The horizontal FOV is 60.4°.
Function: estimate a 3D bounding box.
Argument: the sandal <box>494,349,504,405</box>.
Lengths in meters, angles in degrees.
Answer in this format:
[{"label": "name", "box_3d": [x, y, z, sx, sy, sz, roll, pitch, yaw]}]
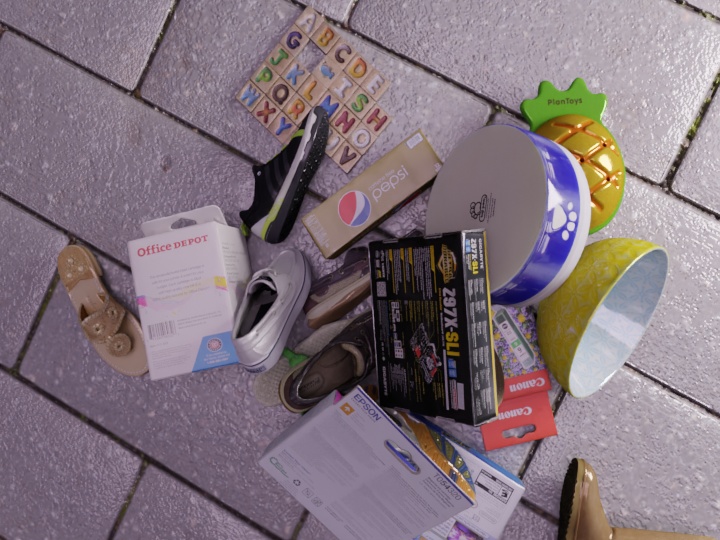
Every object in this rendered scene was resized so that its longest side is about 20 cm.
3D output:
[{"label": "sandal", "box_3d": [0.107, 0.094, 0.790, 0.076, 0.070, 0.214, -23, 63, -20]}]

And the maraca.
[{"label": "maraca", "box_3d": [0.264, -0.144, 0.782, 0.132, 0.107, 0.208, -3, 81, 0]}]

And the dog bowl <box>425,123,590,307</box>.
[{"label": "dog bowl", "box_3d": [0.167, -0.064, 0.735, 0.077, 0.198, 0.207, 11, 92, -34]}]

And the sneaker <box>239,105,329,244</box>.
[{"label": "sneaker", "box_3d": [-0.111, -0.136, 0.842, 0.081, 0.072, 0.205, 26, 96, 9]}]

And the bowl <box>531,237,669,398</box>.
[{"label": "bowl", "box_3d": [0.274, 0.040, 0.759, 0.107, 0.199, 0.203, 35, 94, 39]}]

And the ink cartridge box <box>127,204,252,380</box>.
[{"label": "ink cartridge box", "box_3d": [-0.216, 0.026, 0.831, 0.124, 0.125, 0.208, -10, 87, 7]}]

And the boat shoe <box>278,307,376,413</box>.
[{"label": "boat shoe", "box_3d": [-0.011, 0.110, 0.773, 0.198, 0.064, 0.074, -37, 99, -23]}]

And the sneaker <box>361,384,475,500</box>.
[{"label": "sneaker", "box_3d": [0.055, 0.238, 0.788, 0.199, 0.075, 0.089, 40, 111, 8]}]

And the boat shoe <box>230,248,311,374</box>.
[{"label": "boat shoe", "box_3d": [-0.113, 0.032, 0.791, 0.071, 0.203, 0.066, -11, 130, 18]}]

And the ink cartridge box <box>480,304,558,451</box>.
[{"label": "ink cartridge box", "box_3d": [0.190, 0.131, 0.815, 0.105, 0.050, 0.207, -14, 87, 8]}]

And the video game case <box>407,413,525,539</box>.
[{"label": "video game case", "box_3d": [0.091, 0.312, 0.830, 0.196, 0.045, 0.185, 30, 92, 7]}]

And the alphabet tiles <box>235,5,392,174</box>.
[{"label": "alphabet tiles", "box_3d": [-0.057, -0.242, 0.872, 0.200, 0.008, 0.168, 43, 95, 6]}]

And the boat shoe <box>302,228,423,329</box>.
[{"label": "boat shoe", "box_3d": [0.000, 0.000, 0.831, 0.198, 0.072, 0.066, -36, 74, 8]}]

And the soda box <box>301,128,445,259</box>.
[{"label": "soda box", "box_3d": [0.018, -0.098, 0.831, 0.197, 0.068, 0.065, -36, 86, 5]}]

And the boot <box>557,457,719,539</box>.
[{"label": "boot", "box_3d": [0.355, 0.337, 0.790, 0.193, 0.066, 0.182, 6, 102, 8]}]

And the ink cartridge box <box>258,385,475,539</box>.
[{"label": "ink cartridge box", "box_3d": [0.005, 0.240, 0.737, 0.196, 0.044, 0.199, 45, 120, -8]}]

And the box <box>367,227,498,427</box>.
[{"label": "box", "box_3d": [0.079, 0.062, 0.711, 0.157, 0.048, 0.208, -4, 91, 50]}]

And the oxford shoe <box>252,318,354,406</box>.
[{"label": "oxford shoe", "box_3d": [-0.056, 0.122, 0.846, 0.195, 0.058, 0.077, -27, 83, 1]}]

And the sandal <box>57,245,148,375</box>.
[{"label": "sandal", "box_3d": [-0.377, 0.061, 0.872, 0.076, 0.070, 0.215, -32, 86, 6]}]

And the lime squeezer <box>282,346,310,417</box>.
[{"label": "lime squeezer", "box_3d": [-0.086, 0.155, 0.797, 0.068, 0.038, 0.207, -16, 85, 1]}]
